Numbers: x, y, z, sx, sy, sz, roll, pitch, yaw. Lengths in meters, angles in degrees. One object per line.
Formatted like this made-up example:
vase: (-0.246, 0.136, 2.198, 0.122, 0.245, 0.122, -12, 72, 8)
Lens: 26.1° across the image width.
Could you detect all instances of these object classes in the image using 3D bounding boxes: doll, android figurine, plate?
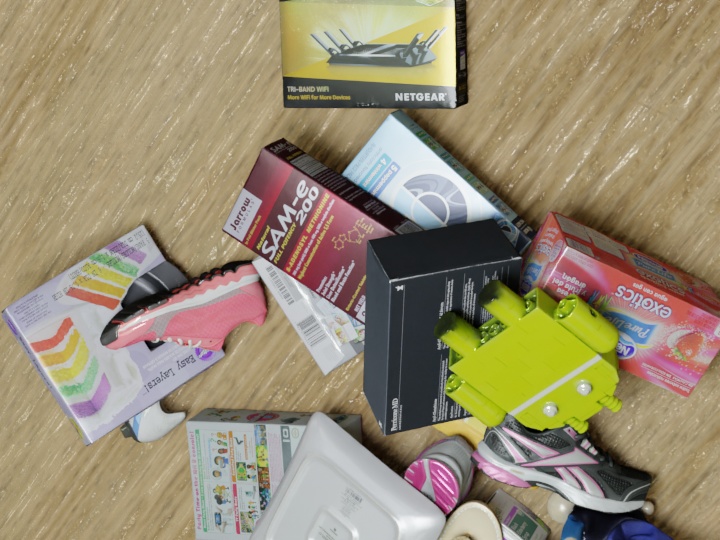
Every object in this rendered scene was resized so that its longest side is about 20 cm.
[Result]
doll: (0.270, 0.282, 1.644, 0.200, 0.136, 0.049, 30, 129, 48)
android figurine: (0.172, 0.092, 1.527, 0.200, 0.041, 0.182, 39, 124, -24)
plate: (-0.025, 0.291, 1.710, 0.199, 0.032, 0.201, 37, 113, 25)

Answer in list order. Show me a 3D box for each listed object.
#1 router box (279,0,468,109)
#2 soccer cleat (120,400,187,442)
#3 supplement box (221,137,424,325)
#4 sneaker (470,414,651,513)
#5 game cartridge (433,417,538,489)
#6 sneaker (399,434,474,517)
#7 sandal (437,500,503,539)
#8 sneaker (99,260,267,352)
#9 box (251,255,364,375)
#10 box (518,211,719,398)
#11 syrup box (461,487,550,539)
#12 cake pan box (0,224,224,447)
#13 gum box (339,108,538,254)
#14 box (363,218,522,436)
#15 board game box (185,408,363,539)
router box: (0.014, -0.254, 1.656, 0.198, 0.052, 0.159, 2, 102, 18)
soccer cleat: (-0.268, 0.103, 1.834, 0.086, 0.070, 0.201, -22, 94, 2)
supplement box: (-0.034, -0.038, 1.625, 0.199, 0.061, 0.109, 33, 113, 9)
sneaker: (0.223, 0.195, 1.648, 0.198, 0.080, 0.087, 15, 101, -13)
game cartridge: (0.167, 0.113, 1.698, 0.176, 0.032, 0.201, 31, 112, 10)
sneaker: (0.074, 0.254, 1.735, 0.081, 0.088, 0.200, 46, 136, 6)
sandal: (0.090, 0.353, 1.672, 0.077, 0.070, 0.213, 29, 109, 12)
sneaker: (-0.192, 0.060, 1.743, 0.199, 0.074, 0.087, -23, 100, -17)
box: (0.000, 0.000, 1.725, 0.199, 0.041, 0.156, -34, 90, 23)
box: (0.262, 0.033, 1.574, 0.199, 0.103, 0.095, 24, 111, -14)
syrup box: (0.121, 0.350, 1.742, 0.081, 0.079, 0.201, 39, 111, 7)
cake pan box: (-0.279, 0.072, 1.776, 0.199, 0.052, 0.185, -32, 92, -22)
gum box: (0.059, -0.041, 1.651, 0.200, 0.045, 0.170, 42, 111, 4)
box: (0.079, 0.058, 1.577, 0.140, 0.079, 0.201, -11, 128, -17)
board game box: (-0.097, 0.240, 1.801, 0.198, 0.064, 0.149, 1, 102, 18)
